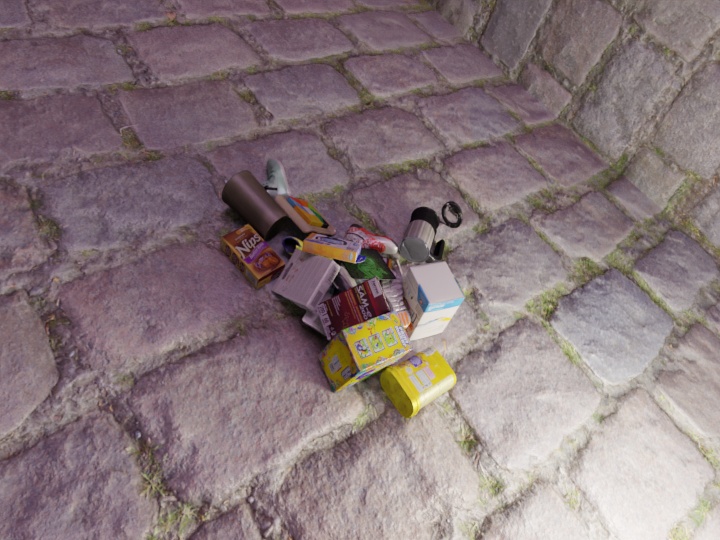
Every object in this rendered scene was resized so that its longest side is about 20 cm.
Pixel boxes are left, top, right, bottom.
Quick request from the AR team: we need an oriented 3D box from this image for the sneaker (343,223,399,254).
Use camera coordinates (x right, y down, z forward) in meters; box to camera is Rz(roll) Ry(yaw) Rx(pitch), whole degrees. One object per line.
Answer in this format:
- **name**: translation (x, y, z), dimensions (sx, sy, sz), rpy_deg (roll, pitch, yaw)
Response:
- **sneaker**: translation (0.033, -0.083, 1.923), dimensions (0.196, 0.068, 0.109), rpy_deg (25, 47, 5)

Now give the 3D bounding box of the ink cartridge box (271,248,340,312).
- **ink cartridge box**: translation (-0.170, 0.028, 1.669), dimensions (0.197, 0.050, 0.164), rpy_deg (15, 69, 48)

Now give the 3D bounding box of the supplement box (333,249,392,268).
- **supplement box**: translation (0.000, 0.000, 1.822), dimensions (0.194, 0.087, 0.113), rpy_deg (18, 47, -8)

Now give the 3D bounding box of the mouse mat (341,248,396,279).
- **mouse mat**: translation (0.013, -0.024, 1.735), dimensions (0.156, 0.008, 0.201), rpy_deg (2, 31, -23)

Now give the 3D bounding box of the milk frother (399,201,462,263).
- **milk frother**: translation (0.260, -0.145, 1.980), dimensions (0.177, 0.202, 0.191), rpy_deg (27, 46, -2)

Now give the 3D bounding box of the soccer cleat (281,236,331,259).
- **soccer cleat**: translation (-0.176, -0.054, 1.772), dimensions (0.196, 0.066, 0.083), rpy_deg (26, -1, 23)

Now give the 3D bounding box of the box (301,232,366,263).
- **box**: translation (-0.077, -0.070, 1.707), dimensions (0.193, 0.043, 0.119), rpy_deg (11, 16, 5)

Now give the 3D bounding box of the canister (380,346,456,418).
- **canister**: translation (0.175, 0.326, 1.615), dimensions (0.196, 0.088, 0.150), rpy_deg (-21, 61, -36)

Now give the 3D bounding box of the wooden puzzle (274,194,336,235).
- **wooden puzzle**: translation (-0.187, -0.197, 1.898), dimensions (0.185, 0.038, 0.198), rpy_deg (47, 21, 18)

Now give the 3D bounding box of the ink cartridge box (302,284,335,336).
- **ink cartridge box**: translation (-0.101, 0.129, 1.681), dimensions (0.113, 0.068, 0.202), rpy_deg (29, 46, 3)

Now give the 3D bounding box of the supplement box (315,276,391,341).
- **supplement box**: translation (-0.020, 0.113, 1.560), dimensions (0.195, 0.061, 0.111), rpy_deg (-26, 74, 4)

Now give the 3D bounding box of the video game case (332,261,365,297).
- **video game case**: translation (-0.016, 0.077, 1.691), dimensions (0.139, 0.019, 0.204), rpy_deg (18, 51, -9)

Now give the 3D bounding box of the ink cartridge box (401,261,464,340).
- **ink cartridge box**: translation (0.212, 0.100, 1.745), dimensions (0.140, 0.203, 0.150), rpy_deg (-9, 54, -26)

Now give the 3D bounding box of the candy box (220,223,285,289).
- **candy box**: translation (-0.347, -0.048, 1.740), dimensions (0.200, 0.057, 0.115), rpy_deg (44, 49, 19)

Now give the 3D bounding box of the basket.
- **basket**: translation (-0.348, -0.212, 1.821), dimensions (0.136, 0.180, 0.200), rpy_deg (-45, 81, -4)

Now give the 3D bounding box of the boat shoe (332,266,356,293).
- **boat shoe**: translation (-0.020, 0.082, 1.636), dimensions (0.202, 0.060, 0.074), rpy_deg (52, 12, 11)

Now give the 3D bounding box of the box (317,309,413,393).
- **box**: translation (0.011, 0.229, 1.533), dimensions (0.188, 0.200, 0.125), rpy_deg (-17, 72, -32)

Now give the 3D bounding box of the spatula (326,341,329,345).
- **spatula**: translation (-0.012, 0.224, 1.668), dimensions (0.193, 0.021, 0.058), rpy_deg (2, 54, -20)

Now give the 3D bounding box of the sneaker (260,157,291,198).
- **sneaker**: translation (-0.334, -0.335, 1.976), dimensions (0.115, 0.074, 0.204), rpy_deg (-5, 55, -34)

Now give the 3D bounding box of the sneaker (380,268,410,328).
- **sneaker**: translation (0.093, 0.105, 1.745), dimensions (0.075, 0.112, 0.206), rpy_deg (-4, 69, -22)
